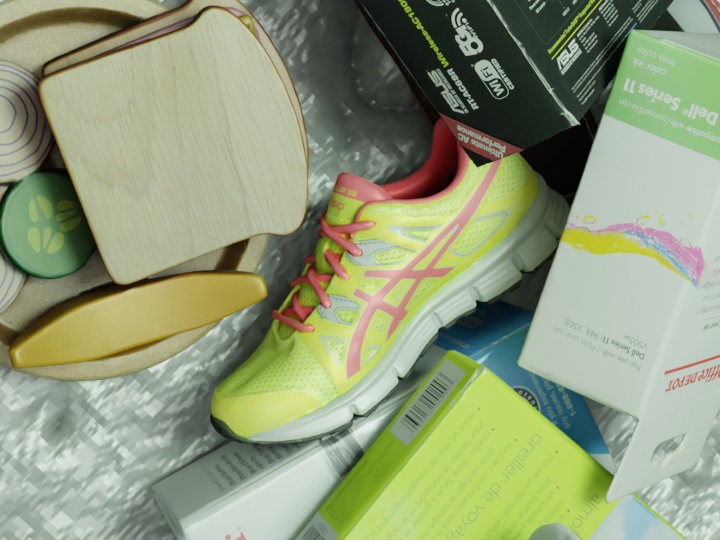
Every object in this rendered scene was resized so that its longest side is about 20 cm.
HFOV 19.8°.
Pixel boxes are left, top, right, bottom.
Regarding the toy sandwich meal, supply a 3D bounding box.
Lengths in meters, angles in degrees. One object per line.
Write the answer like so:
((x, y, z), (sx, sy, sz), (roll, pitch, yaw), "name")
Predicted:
((-0.118, -0.040, 0.948), (0.205, 0.070, 0.206), (-2, 97, -15), "toy sandwich meal")

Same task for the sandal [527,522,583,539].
((0.120, 0.194, 0.907), (0.059, 0.079, 0.207), (-19, 115, -12), "sandal")

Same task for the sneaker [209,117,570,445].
((0.000, 0.000, 0.965), (0.200, 0.078, 0.090), (-41, 116, -14), "sneaker")

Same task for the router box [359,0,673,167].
((0.073, -0.163, 0.935), (0.150, 0.062, 0.200), (55, 44, -14), "router box")

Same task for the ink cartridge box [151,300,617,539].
((0.021, 0.125, 0.997), (0.200, 0.084, 0.145), (-29, 105, -11), "ink cartridge box")

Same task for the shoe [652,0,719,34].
((0.218, -0.076, 1.037), (0.091, 0.071, 0.200), (-36, 110, -10), "shoe")

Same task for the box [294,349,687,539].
((0.081, 0.144, 0.947), (0.200, 0.048, 0.122), (41, 87, -20), "box")

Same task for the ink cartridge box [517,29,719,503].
((0.139, -0.004, 0.935), (0.067, 0.117, 0.200), (25, 106, 26), "ink cartridge box")

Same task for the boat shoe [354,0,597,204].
((0.051, -0.107, 0.987), (0.070, 0.070, 0.200), (-44, 106, -6), "boat shoe")
